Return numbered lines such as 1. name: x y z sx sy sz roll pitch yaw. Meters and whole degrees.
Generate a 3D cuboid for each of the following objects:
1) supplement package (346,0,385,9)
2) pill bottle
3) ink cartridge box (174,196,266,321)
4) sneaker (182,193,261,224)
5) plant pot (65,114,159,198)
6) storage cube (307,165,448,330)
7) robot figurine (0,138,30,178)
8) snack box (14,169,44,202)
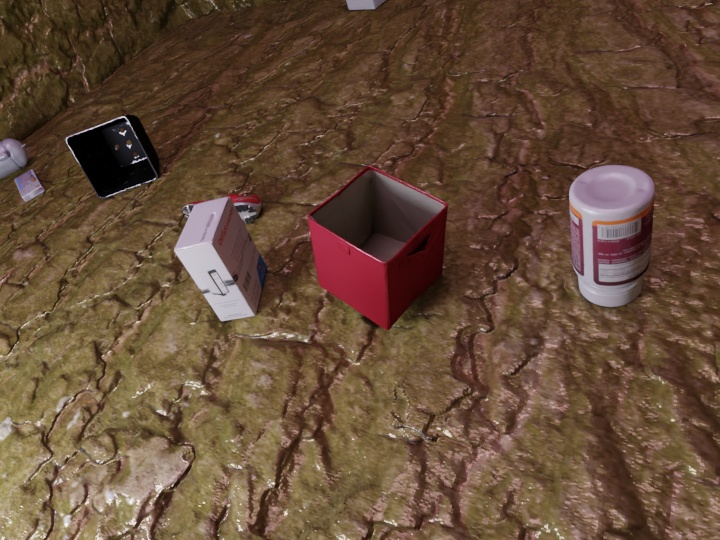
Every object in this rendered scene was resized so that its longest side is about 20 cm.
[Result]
1. supplement package: 0.044 -1.171 2.273 0.150 0.152 0.200 20 56 39
2. pill bottle: 0.380 -0.047 0.857 0.113 0.201 0.115 -12 41 11
3. ink cartridge box: -0.270 -0.022 1.123 0.083 0.201 0.147 -10 41 13
4. sneaker: -0.341 -0.152 1.406 0.198 0.078 0.085 -1 38 8
5. plant pot: -0.735 -0.368 1.733 0.198 0.201 0.178 -18 27 5
6. storage cube: 0.033 -0.039 0.988 0.199 0.181 0.171 31 58 27
7. robot figurine: -1.330 -0.415 2.098 0.199 0.114 0.169 -33 22 -11
8. snack box: -1.150 -0.297 1.957 0.072 0.024 0.200 -37 43 -16
